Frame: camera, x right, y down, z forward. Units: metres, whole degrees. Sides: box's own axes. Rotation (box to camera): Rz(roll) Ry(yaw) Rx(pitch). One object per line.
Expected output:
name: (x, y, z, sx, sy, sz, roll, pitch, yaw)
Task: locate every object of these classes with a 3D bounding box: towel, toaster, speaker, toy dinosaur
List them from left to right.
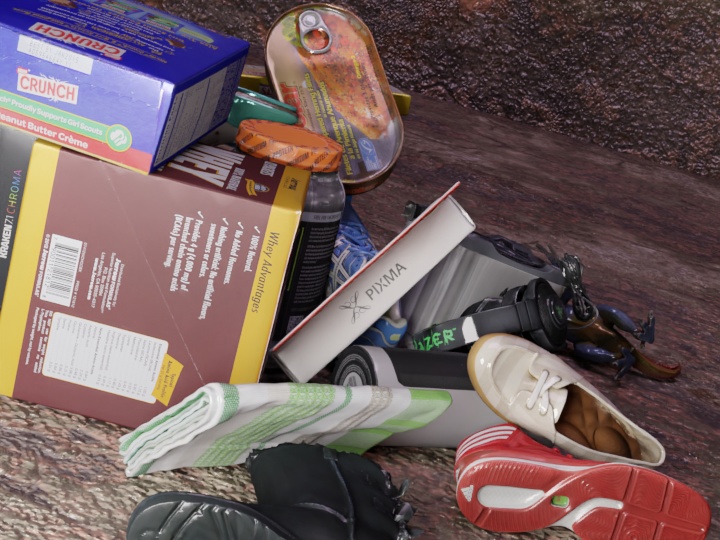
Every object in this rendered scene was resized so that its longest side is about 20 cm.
towel: (-0.052, 0.114, 0.946, 0.198, 0.031, 0.149, 5, -24, -35)
speaker: (0.077, 0.109, 1.130, 0.198, 0.082, 0.081, 7, 17, -30)
toaster: (0.098, 0.023, 1.310, 0.198, 0.131, 0.113, 19, 9, -38)
toy dinosaur: (0.225, 0.071, 1.480, 0.180, 0.106, 0.200, 13, -28, 46)

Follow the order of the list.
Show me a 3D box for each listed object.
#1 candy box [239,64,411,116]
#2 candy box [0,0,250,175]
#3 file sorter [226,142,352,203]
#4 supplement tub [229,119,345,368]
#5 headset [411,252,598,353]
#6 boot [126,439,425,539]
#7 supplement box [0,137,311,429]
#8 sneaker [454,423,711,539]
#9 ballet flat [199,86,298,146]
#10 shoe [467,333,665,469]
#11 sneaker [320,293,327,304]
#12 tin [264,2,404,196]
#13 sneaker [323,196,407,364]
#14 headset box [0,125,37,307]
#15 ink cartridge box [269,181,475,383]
candy box: (-0.055, -0.188, 1.389, 0.197, 0.027, 0.102, 5, 16, -15)
candy box: (-0.193, -0.152, 1.023, 0.167, 0.078, 0.200, 20, 20, 5)
file sorter: (-0.088, -0.084, 1.421, 0.121, 0.203, 0.138, 18, 15, 20)
supplement tub: (-0.084, -0.025, 1.212, 0.121, 0.203, 0.123, 14, 15, -4)
headset: (0.134, 0.037, 1.211, 0.198, 0.095, 0.123, -6, -11, -35)
boot: (-0.051, 0.157, 0.855, 0.196, 0.074, 0.163, 19, 16, -13)
supplement box: (-0.158, 0.005, 1.043, 0.197, 0.200, 0.133, 15, 16, -3)
sneaker: (0.167, 0.158, 1.051, 0.197, 0.079, 0.116, 14, 17, -7)
ballet flat: (-0.158, -0.151, 1.246, 0.198, 0.071, 0.067, 21, -2, -2)
shoe: (0.172, 0.112, 1.109, 0.199, 0.071, 0.053, 35, -21, -24)
sneaker: (0.014, 0.026, 1.366, 0.087, 0.076, 0.200, 25, 21, 11)
tin: (-0.028, -0.165, 1.301, 0.110, 0.202, 0.042, -11, -22, -15)
sneaker: (0.000, 0.000, 1.261, 0.075, 0.077, 0.202, 2, 56, -35)
headset box: (-0.287, -0.071, 1.228, 0.091, 0.177, 0.200, 12, 15, -9)
ink cartridge box: (0.011, 0.015, 1.107, 0.044, 0.200, 0.174, 48, -6, -1)
